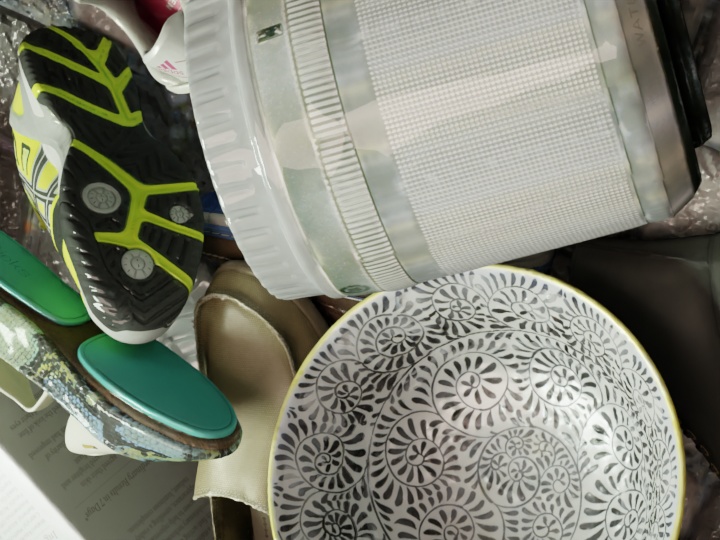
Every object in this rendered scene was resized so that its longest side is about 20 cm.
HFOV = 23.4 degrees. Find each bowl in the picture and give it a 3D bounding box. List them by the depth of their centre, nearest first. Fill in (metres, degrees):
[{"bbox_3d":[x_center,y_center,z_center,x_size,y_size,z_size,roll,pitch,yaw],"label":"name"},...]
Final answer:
[{"bbox_3d":[0.064,0.103,0.832,0.200,0.094,0.201,-5,77,20],"label":"bowl"}]

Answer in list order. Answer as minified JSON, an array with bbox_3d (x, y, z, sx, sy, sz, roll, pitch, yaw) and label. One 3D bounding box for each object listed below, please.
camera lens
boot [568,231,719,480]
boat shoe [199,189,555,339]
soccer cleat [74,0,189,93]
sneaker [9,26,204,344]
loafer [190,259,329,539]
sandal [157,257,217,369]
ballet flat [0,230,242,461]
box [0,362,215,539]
[{"bbox_3d":[0.042,-0.081,0.753,0.199,0.160,0.160,-15,105,11],"label":"camera lens"},{"bbox_3d":[0.167,0.074,0.842,0.138,0.077,0.201,3,99,30],"label":"boot"},{"bbox_3d":[0.000,0.000,0.887,0.199,0.072,0.073,9,116,23],"label":"boat shoe"},{"bbox_3d":[-0.059,-0.097,0.865,0.200,0.086,0.070,38,123,7],"label":"soccer cleat"},{"bbox_3d":[-0.135,-0.037,0.906,0.077,0.075,0.200,115,144,-43],"label":"sneaker"},{"bbox_3d":[-0.048,0.093,0.894,0.076,0.067,0.201,5,117,35],"label":"loafer"},{"bbox_3d":[-0.066,0.054,0.960,0.082,0.050,0.203,-28,102,17],"label":"sandal"},{"bbox_3d":[-0.142,0.052,0.875,0.200,0.074,0.074,36,124,27],"label":"ballet flat"},{"bbox_3d":[-0.147,0.135,0.972,0.200,0.152,0.106,49,123,1],"label":"box"}]
